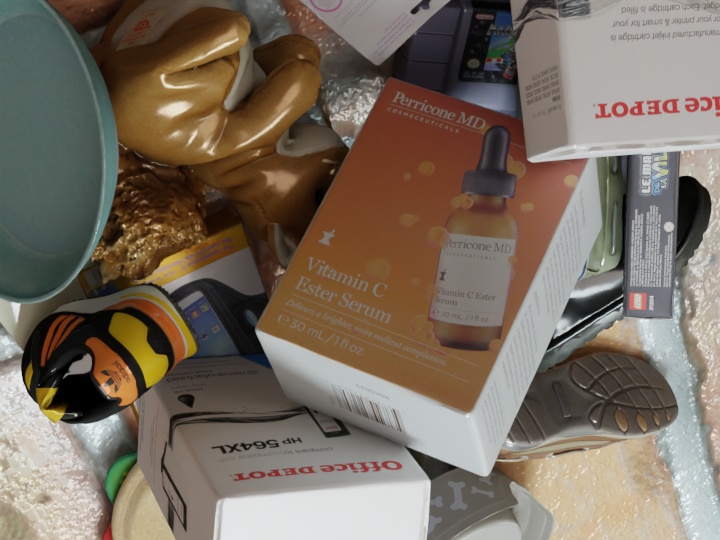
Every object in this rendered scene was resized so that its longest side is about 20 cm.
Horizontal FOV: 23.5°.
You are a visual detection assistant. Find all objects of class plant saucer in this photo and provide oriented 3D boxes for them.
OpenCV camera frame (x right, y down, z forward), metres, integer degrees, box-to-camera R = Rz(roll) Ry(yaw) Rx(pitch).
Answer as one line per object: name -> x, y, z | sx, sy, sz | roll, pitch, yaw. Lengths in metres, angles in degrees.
plant saucer -> -0.208, -0.081, 1.065 | 0.036, 0.200, 0.201 | -13, 130, -46

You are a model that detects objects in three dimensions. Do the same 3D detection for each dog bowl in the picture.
dog bowl -> 0.062, 0.237, 1.393 | 0.199, 0.059, 0.201 | -30, 149, -20

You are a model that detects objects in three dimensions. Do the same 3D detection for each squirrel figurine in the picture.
squirrel figurine -> -0.104, -0.080, 1.129 | 0.199, 0.142, 0.187 | -33, 123, 4

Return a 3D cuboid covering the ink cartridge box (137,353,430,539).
ink cartridge box -> -0.056, 0.134, 1.152 | 0.145, 0.200, 0.085 | -3, 112, -21

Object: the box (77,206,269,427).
box -> -0.112, 0.068, 1.239 | 0.118, 0.041, 0.201 | -24, 116, -11

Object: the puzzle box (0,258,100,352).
puzzle box -> -0.219, -0.039, 1.191 | 0.132, 0.025, 0.201 | -28, 125, 1

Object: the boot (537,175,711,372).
boot -> 0.143, -0.024, 1.284 | 0.211, 0.080, 0.158 | -42, 124, 14

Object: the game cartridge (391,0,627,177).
game cartridge -> 0.118, -0.132, 1.242 | 0.198, 0.038, 0.130 | 1, 124, -19

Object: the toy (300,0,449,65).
toy -> -0.023, -0.237, 1.103 | 0.200, 0.047, 0.115 | 38, 128, -19

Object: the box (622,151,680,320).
box -> 0.200, -0.076, 1.185 | 0.034, 0.110, 0.202 | 2, 103, 8

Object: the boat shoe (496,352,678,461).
boat shoe -> 0.165, 0.114, 1.395 | 0.198, 0.076, 0.072 | 0, 155, -28

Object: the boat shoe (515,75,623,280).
boat shoe -> 0.150, -0.091, 1.206 | 0.062, 0.072, 0.202 | -8, 108, -32

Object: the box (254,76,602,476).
box -> 0.049, 0.002, 1.112 | 0.201, 0.151, 0.107 | -63, 159, -21

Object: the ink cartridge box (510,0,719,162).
ink cartridge box -> 0.168, -0.170, 1.044 | 0.143, 0.084, 0.202 | -5, 89, -16

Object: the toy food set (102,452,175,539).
toy food set -> -0.105, 0.185, 1.355 | 0.198, 0.049, 0.200 | -44, 124, 12

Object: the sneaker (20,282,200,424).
sneaker -> -0.191, 0.067, 1.143 | 0.090, 0.199, 0.070 | -41, 102, -37

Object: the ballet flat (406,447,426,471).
ballet flat -> 0.017, 0.125, 1.357 | 0.067, 0.068, 0.201 | -28, 133, -21
